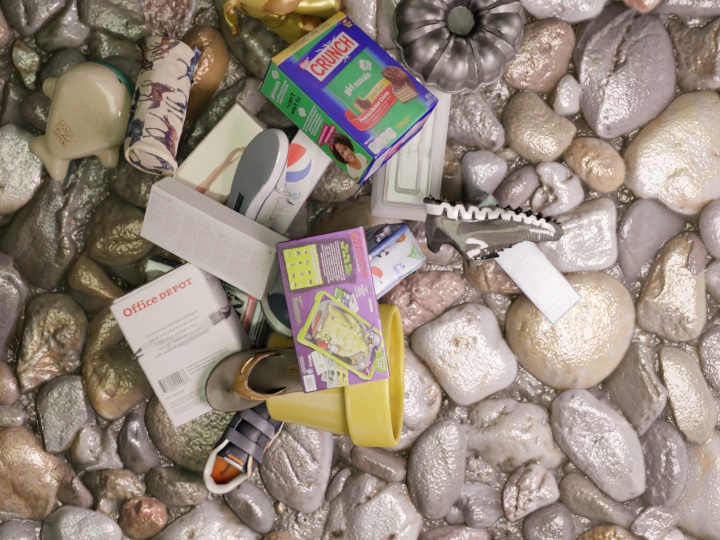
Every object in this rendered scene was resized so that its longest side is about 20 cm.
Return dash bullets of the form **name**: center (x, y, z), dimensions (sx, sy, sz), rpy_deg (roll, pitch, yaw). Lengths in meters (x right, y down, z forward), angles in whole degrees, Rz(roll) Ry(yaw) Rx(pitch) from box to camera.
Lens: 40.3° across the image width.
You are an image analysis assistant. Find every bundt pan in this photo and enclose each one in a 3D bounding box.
- **bundt pan**: center (0.146, -0.362, 1.424), dimensions (0.198, 0.076, 0.206), rpy_deg (0, 94, -1)

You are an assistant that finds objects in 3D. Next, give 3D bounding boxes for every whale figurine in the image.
- **whale figurine**: center (-0.404, -0.221, 1.450), dimensions (0.199, 0.104, 0.160), rpy_deg (-39, 94, 29)

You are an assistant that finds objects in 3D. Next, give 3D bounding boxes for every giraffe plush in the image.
- **giraffe plush**: center (-0.125, -0.409, 1.381), dimensions (0.196, 0.162, 0.176), rpy_deg (4, 97, -1)

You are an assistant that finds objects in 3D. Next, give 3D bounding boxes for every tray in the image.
- **tray**: center (0.075, -0.178, 1.477), dimensions (0.105, 0.022, 0.204), rpy_deg (6, 96, -1)

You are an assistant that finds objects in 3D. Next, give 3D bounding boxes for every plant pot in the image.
- **plant pot**: center (-0.036, 0.152, 1.433), dimensions (0.185, 0.201, 0.205), rpy_deg (-1, 96, 10)

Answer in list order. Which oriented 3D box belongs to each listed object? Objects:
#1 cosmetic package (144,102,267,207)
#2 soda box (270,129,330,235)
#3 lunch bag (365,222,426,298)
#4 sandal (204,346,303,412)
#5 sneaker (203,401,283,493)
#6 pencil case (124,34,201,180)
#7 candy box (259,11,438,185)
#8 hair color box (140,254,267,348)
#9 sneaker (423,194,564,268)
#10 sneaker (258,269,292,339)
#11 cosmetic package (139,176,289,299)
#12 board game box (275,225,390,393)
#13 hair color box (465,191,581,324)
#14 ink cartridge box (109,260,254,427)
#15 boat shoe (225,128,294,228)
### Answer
- **cosmetic package**: center (-0.214, -0.143, 1.443), dimensions (0.087, 0.103, 0.200), rpy_deg (42, 97, -6)
- **soda box**: center (-0.086, -0.154, 1.457), dimensions (0.063, 0.068, 0.202), rpy_deg (32, 96, -3)
- **lunch bag**: center (0.000, 0.000, 1.400), dimensions (0.159, 0.200, 0.076), rpy_deg (-35, 97, -12)
- **sandal**: center (-0.130, 0.149, 1.343), dimensions (0.196, 0.055, 0.083), rpy_deg (-9, 94, 19)
- **sneaker**: center (-0.172, 0.256, 1.498), dimensions (0.078, 0.079, 0.202), rpy_deg (30, 94, -2)
- **pencil case**: center (-0.281, -0.232, 1.400), dimensions (0.089, 0.077, 0.203), rpy_deg (25, 62, -37)
- **candy box**: center (-0.015, -0.247, 1.385), dimensions (0.200, 0.077, 0.169), rpy_deg (42, 53, 5)
- **hair color box**: center (-0.235, 0.056, 1.484), dimensions (0.197, 0.061, 0.101), rpy_deg (18, 97, -1)
- **sneaker**: center (0.179, -0.046, 1.356), dimensions (0.196, 0.066, 0.092), rpy_deg (8, 100, 4)
- **sneaker**: center (-0.116, 0.006, 1.426), dimensions (0.082, 0.201, 0.070), rpy_deg (-46, 139, 17)
- **cosmetic package**: center (-0.201, -0.046, 1.351), dimensions (0.198, 0.051, 0.083), rpy_deg (28, 120, 10)
- **board game box**: center (-0.035, 0.052, 1.293), dimensions (0.118, 0.032, 0.204), rpy_deg (-9, 95, 8)
- **hair color box**: center (0.231, -0.021, 1.446), dimensions (0.060, 0.099, 0.200), rpy_deg (-41, 94, 6)
- **ink cartridge box**: center (-0.248, 0.098, 1.418), dimensions (0.142, 0.084, 0.202), rpy_deg (-26, 100, 6)
- **boat shoe**: center (-0.131, -0.106, 1.386), dimensions (0.075, 0.085, 0.204), rpy_deg (42, 120, 34)
